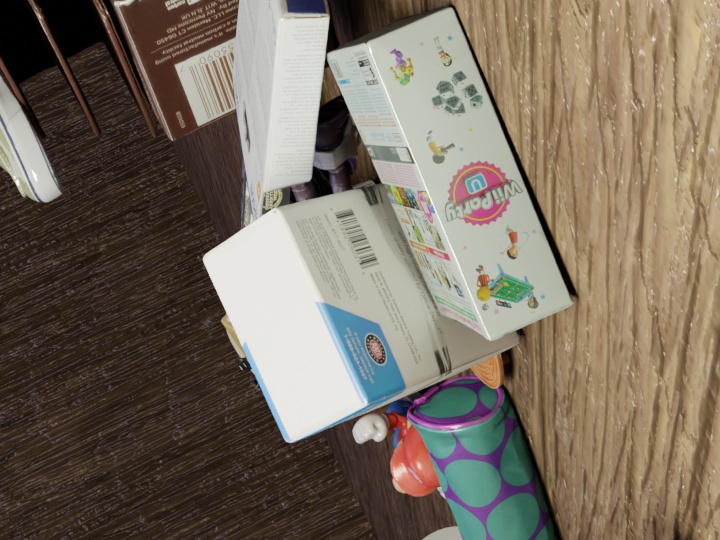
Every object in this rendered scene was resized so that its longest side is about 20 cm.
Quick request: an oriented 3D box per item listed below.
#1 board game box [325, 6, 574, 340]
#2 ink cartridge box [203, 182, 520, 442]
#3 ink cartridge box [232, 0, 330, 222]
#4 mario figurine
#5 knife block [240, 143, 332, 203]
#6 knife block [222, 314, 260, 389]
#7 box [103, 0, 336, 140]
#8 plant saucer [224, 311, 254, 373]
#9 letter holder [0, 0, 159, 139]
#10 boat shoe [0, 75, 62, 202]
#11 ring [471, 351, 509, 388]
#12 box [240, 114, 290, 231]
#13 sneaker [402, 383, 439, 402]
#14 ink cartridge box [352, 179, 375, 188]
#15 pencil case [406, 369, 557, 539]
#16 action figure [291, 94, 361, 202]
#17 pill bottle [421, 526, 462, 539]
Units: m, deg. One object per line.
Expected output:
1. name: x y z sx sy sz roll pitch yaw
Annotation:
1. board game box: 0.055 -0.064 1.115 0.148 0.064 0.201 -150 37 -79
2. ink cartridge box: 0.006 0.021 1.216 0.200 0.084 0.146 -15 -103 -53
3. ink cartridge box: -0.061 -0.163 1.265 0.197 0.043 0.200 -102 14 -45
4. mario figurine: 0.050 0.192 1.775 0.200 0.123 0.106 -136 46 -83
5. knife block: -0.060 -0.081 1.837 0.176 0.064 0.200 65 172 -1
6. knife block: -0.029 0.090 1.399 0.200 0.064 0.176 28 158 47
7. box: -0.142 -0.254 1.449 0.200 0.165 0.164 57 171 39
8. plant saucer: -0.066 0.079 1.736 0.200 0.051 0.201 33 152 21
9. letter holder: -0.252 -0.182 1.428 0.142 0.100 0.200 58 172 24
10. boat shoe: -0.321 -0.132 1.457 0.200 0.062 0.072 56 171 19
11. ring: 0.071 0.002 1.386 0.201 0.019 0.201 62 171 16
12. box: -0.088 -0.106 1.639 0.161 0.049 0.201 -150 63 -84
13. sneaker: 0.026 0.041 1.698 0.087 0.076 0.200 18 139 62
14. ink cartridge box: 0.000 0.000 1.552 0.200 0.085 0.148 -106 -9 -88
15. pencil case: 0.108 0.184 1.473 0.092 0.085 0.201 25 142 53
16. action figure: -0.019 -0.041 1.389 0.069 0.130 0.201 -56 -40 -48
17. pill bottle: 0.126 0.388 1.918 0.201 0.112 0.112 68 172 -23
